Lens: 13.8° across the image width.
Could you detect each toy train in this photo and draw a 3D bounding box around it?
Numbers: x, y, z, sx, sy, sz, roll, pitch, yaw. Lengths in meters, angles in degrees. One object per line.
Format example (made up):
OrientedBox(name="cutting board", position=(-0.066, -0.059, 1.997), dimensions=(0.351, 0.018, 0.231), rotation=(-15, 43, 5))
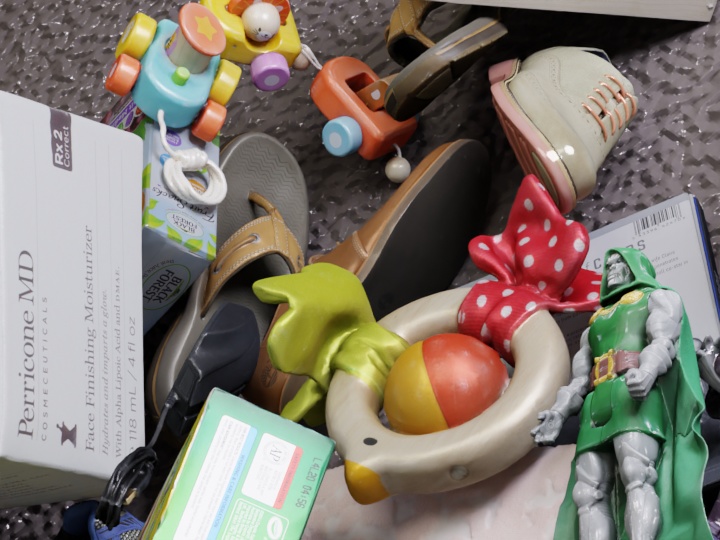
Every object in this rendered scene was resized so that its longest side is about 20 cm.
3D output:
OrientedBox(name="toy train", position=(-0.049, -0.109, 1.712), dimensions=(0.150, 0.200, 0.056), rotation=(52, 129, 17))

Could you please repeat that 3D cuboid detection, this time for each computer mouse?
OrientedBox(name="computer mouse", position=(-0.092, 0.079, 1.571), dimensions=(0.059, 0.034, 0.200), rotation=(-62, -2, 36))

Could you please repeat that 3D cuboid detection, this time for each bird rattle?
OrientedBox(name="bird rattle", position=(0.050, 0.051, 1.529), dimensions=(0.199, 0.113, 0.163), rotation=(-11, 41, 3))

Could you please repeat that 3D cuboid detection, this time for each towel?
OrientedBox(name="towel", position=(0.036, 0.177, 1.481), dimensions=(0.199, 0.032, 0.192), rotation=(-7, 55, 32))

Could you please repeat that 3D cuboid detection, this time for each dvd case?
OrientedBox(name="dvd case", position=(0.124, 0.060, 1.561), dimensions=(0.150, 0.025, 0.201), rotation=(-22, 42, 16))

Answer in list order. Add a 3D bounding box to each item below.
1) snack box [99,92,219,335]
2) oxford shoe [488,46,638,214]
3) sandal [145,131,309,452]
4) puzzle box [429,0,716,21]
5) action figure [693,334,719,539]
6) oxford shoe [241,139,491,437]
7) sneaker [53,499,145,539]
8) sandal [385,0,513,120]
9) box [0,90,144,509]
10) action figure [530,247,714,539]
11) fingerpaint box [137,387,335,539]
OrientedBox(name="snack box", position=(-0.155, -0.007, 1.734), dimensions=(0.200, 0.053, 0.143), rotation=(-46, 31, 35))
OrientedBox(name="oxford shoe", position=(0.115, -0.088, 1.639), dimensions=(0.074, 0.071, 0.200), rotation=(-23, 20, 6))
OrientedBox(name="sandal", position=(-0.067, 0.011, 1.692), dimensions=(0.054, 0.082, 0.201), rotation=(-20, 42, 47))
OrientedBox(name="puzzle box", position=(0.093, -0.188, 1.720), dimensions=(0.133, 0.199, 0.026), rotation=(50, 130, 49))
OrientedBox(name="action figure", position=(0.206, 0.087, 1.432), dimensions=(0.130, 0.069, 0.201), rotation=(22, 74, 28))
OrientedBox(name="oxford shoe", position=(0.000, 0.000, 1.667), dimensions=(0.071, 0.071, 0.200), rotation=(23, 67, 40))
OrientedBox(name="sneaker", position=(-0.186, 0.200, 1.598), dimensions=(0.075, 0.079, 0.200), rotation=(22, 66, 46))
OrientedBox(name="sandal", position=(0.050, -0.145, 1.716), dimensions=(0.082, 0.055, 0.200), rotation=(-42, 6, 31))
OrientedBox(name="box", position=(-0.229, 0.026, 1.607), dimensions=(0.199, 0.130, 0.200), rotation=(-10, 75, 33))
OrientedBox(name="action figure", position=(0.125, 0.072, 1.431), dimensions=(0.118, 0.055, 0.201), rotation=(-30, 40, 38))
OrientedBox(name="fingerpaint box", position=(-0.092, 0.188, 1.481), dimensions=(0.073, 0.167, 0.201), rotation=(24, 56, -4))
